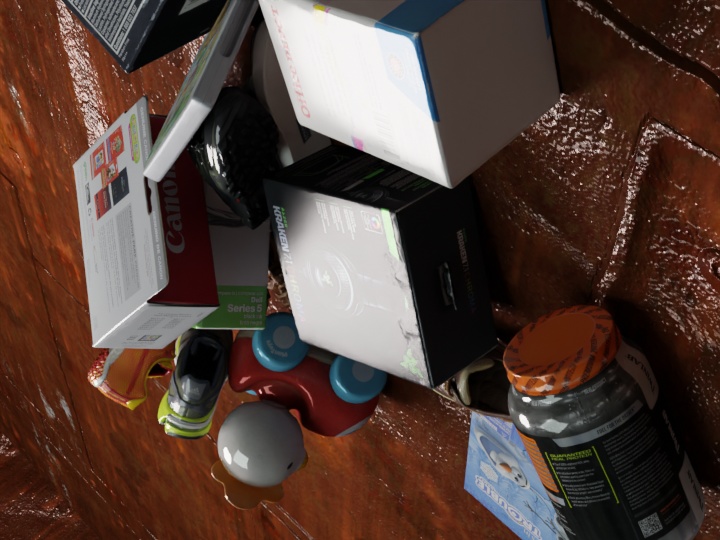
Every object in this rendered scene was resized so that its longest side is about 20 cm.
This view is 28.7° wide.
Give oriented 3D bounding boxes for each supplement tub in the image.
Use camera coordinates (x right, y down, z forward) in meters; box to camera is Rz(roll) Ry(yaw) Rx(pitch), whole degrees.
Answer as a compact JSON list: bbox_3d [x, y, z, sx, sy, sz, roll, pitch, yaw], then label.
[{"bbox_3d":[0.198,0.137,1.160,0.122,0.122,0.201,11,133,55],"label":"supplement tub"}]

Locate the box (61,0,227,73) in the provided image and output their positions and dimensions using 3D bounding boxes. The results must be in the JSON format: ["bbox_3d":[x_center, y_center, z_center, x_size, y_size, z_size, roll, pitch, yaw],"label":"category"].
[{"bbox_3d":[-0.185,-0.313,1.158,0.199,0.123,0.200,46,134,5],"label":"box"}]

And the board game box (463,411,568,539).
[{"bbox_3d":[0.189,0.216,1.372,0.200,0.043,0.200,39,153,26],"label":"board game box"}]

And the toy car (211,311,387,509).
[{"bbox_3d":[-0.083,0.175,1.553,0.175,0.202,0.184,23,162,-7],"label":"toy car"}]

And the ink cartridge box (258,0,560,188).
[{"bbox_3d":[0.027,-0.172,1.041,0.199,0.125,0.129,28,146,42],"label":"ink cartridge box"}]

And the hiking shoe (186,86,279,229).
[{"bbox_3d":[-0.128,-0.113,1.292,0.100,0.076,0.201,37,161,18],"label":"hiking shoe"}]

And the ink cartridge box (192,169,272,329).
[{"bbox_3d":[-0.162,-0.044,1.474,0.145,0.083,0.203,5,92,57],"label":"ink cartridge box"}]

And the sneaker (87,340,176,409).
[{"bbox_3d":[-0.234,0.076,1.553,0.077,0.201,0.073,39,133,-15],"label":"sneaker"}]

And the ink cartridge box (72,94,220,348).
[{"bbox_3d":[-0.204,-0.045,1.384,0.175,0.083,0.202,-32,61,50],"label":"ink cartridge box"}]

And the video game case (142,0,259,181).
[{"bbox_3d":[-0.129,-0.188,1.239,0.022,0.184,0.200,26,158,-12],"label":"video game case"}]

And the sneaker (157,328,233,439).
[{"bbox_3d":[-0.173,0.099,1.582,0.073,0.201,0.081,18,124,-11],"label":"sneaker"}]

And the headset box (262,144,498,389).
[{"bbox_3d":[0.023,-0.006,1.266,0.199,0.092,0.176,17,127,46],"label":"headset box"}]

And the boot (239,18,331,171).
[{"bbox_3d":[-0.088,-0.163,1.312,0.090,0.073,0.201,28,147,31],"label":"boot"}]

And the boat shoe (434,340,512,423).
[{"bbox_3d":[0.110,0.096,1.289,0.199,0.073,0.072,31,180,31],"label":"boat shoe"}]

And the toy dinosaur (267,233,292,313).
[{"bbox_3d":[-0.131,-0.007,1.582,0.201,0.101,0.136,62,144,24],"label":"toy dinosaur"}]
